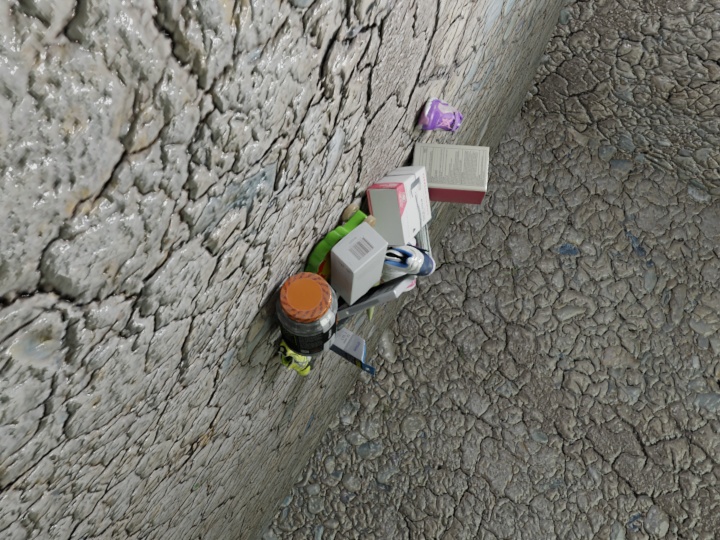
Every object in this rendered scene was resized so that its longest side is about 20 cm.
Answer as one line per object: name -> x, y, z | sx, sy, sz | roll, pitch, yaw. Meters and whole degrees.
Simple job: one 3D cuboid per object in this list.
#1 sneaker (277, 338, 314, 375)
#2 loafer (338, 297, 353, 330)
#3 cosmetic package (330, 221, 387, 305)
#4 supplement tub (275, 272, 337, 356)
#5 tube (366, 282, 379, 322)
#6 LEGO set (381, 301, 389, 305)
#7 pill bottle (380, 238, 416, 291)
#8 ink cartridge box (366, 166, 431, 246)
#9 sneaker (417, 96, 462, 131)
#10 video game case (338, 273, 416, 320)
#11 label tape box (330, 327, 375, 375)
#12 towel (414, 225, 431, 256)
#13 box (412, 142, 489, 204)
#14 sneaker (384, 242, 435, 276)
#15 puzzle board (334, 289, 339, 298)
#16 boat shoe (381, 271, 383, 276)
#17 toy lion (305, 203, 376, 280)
sneaker -> -0.164, 0.206, 1.230 | 0.076, 0.075, 0.200 | -46, 153, -27
loafer -> -0.047, 0.103, 1.413 | 0.200, 0.073, 0.072 | -59, 177, -44
cosmetic package -> -0.007, -0.010, 1.089 | 0.102, 0.074, 0.200 | -40, 166, -19
supplement tub -> -0.107, 0.090, 1.027 | 0.123, 0.122, 0.200 | -55, 168, -23
tube -> 0.028, 0.050, 1.425 | 0.058, 0.052, 0.200 | -39, 145, -41
LEGO set -> 0.091, 0.034, 1.754 | 0.154, 0.116, 0.200 | -63, 169, 13
pill bottle -> 0.108, -0.046, 1.507 | 0.113, 0.113, 0.201 | -43, 135, -56
ink cartridge box -> 0.100, -0.162, 1.253 | 0.200, 0.085, 0.146 | -47, 132, -55
sneaker -> 0.209, -0.387, 1.291 | 0.200, 0.088, 0.081 | -38, 157, -59
video game case -> 0.038, 0.063, 1.279 | 0.181, 0.023, 0.200 | -23, -175, 23
label tape box -> -0.030, 0.227, 1.503 | 0.066, 0.200, 0.143 | -59, 169, -16
towel -> 0.161, -0.081, 1.560 | 0.200, 0.031, 0.150 | -173, -106, -72
box -> 0.240, -0.261, 1.380 | 0.109, 0.199, 0.128 | 65, 31, -76
sneaker -> 0.082, -0.048, 1.271 | 0.146, 0.200, 0.081 | 16, 99, -56
puzzle board -> -0.074, 0.078, 1.285 | 0.151, 0.017, 0.200 | -88, -157, -72
boat shoe -> 0.000, 0.000, 1.317 | 0.071, 0.063, 0.200 | -13, 177, -24
toy lion -> -0.049, -0.041, 1.129 | 0.192, 0.069, 0.200 | -49, 166, -16
